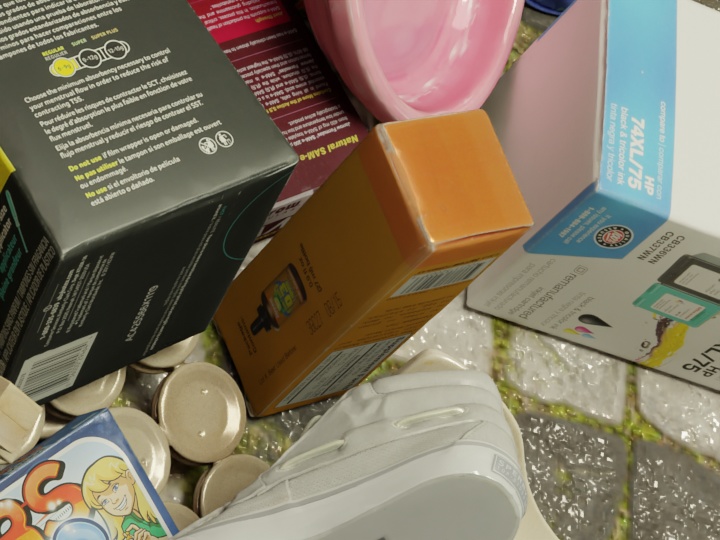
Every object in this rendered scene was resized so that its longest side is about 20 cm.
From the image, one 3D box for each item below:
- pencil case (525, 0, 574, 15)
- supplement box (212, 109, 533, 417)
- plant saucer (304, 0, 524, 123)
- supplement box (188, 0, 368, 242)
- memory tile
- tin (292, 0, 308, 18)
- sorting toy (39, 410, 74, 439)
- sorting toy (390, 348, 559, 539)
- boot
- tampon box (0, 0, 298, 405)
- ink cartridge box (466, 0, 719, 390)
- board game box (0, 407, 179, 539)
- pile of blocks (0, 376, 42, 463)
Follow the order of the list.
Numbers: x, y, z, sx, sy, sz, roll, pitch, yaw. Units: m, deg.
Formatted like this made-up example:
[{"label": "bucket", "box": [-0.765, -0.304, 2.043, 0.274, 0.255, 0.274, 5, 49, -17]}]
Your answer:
[{"label": "pencil case", "box": [0.136, -0.253, 1.333, 0.086, 0.078, 0.202, 6, 62, 0]}, {"label": "supplement box", "box": [0.000, 0.000, 1.054, 0.068, 0.200, 0.067, -12, 71, -36]}, {"label": "plant saucer", "box": [0.027, -0.175, 1.166, 0.200, 0.050, 0.202, -18, 111, -57]}, {"label": "supplement box", "box": [-0.086, -0.113, 1.152, 0.108, 0.061, 0.201, -21, 76, -36]}, {"label": "memory tile", "box": [-0.132, 0.101, 1.022, 0.199, 0.017, 0.154, -29, 96, -36]}, {"label": "tin", "box": [-0.007, -0.229, 1.269, 0.111, 0.042, 0.201, 20, 58, -23]}, {"label": "sorting toy", "box": [-0.229, -0.004, 1.033, 0.198, 0.036, 0.187, -2, 66, -29]}, {"label": "sorting toy", "box": [0.046, 0.178, 1.059, 0.180, 0.107, 0.201, 35, 53, -17]}, {"label": "boot", "box": [-0.021, 0.110, 0.974, 0.096, 0.198, 0.074, -93, 161, -60]}, {"label": "tampon box", "box": [-0.151, -0.065, 0.983, 0.126, 0.150, 0.201, -23, 69, -34]}, {"label": "ink cartridge box", "box": [0.182, -0.042, 1.208, 0.199, 0.147, 0.147, 18, 58, -19]}, {"label": "board game box", "box": [-0.158, 0.169, 0.957, 0.200, 0.034, 0.136, -36, 100, -34]}, {"label": "pile of blocks", "box": [-0.211, 0.101, 0.917, 0.062, 0.199, 0.083, 46, 32, -46]}]
